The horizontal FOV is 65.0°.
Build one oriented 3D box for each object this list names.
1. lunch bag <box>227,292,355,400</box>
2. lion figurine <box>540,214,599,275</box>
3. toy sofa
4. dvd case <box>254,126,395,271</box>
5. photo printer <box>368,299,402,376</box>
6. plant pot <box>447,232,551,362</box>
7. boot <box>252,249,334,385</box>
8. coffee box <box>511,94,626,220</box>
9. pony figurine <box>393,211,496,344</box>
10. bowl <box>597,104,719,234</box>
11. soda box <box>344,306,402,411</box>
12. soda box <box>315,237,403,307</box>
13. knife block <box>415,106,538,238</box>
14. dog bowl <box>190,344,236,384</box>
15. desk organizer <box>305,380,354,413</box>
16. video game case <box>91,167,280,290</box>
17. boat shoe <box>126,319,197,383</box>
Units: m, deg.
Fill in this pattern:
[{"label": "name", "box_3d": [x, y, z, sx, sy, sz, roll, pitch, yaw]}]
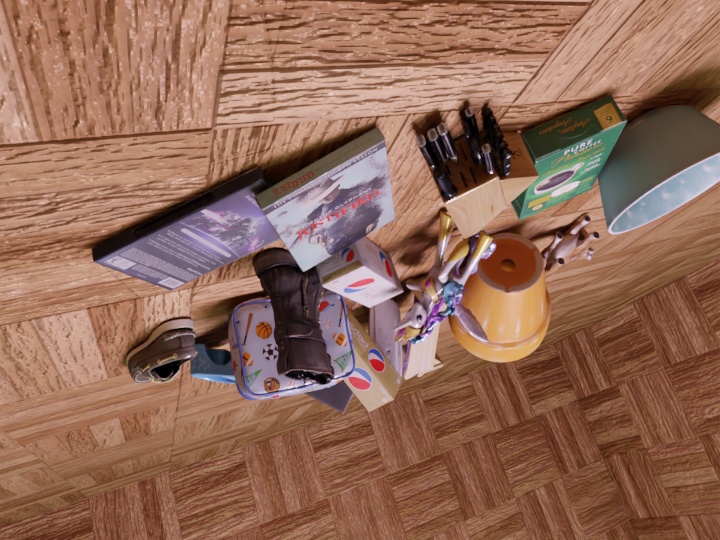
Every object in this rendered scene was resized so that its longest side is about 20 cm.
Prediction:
[{"label": "lunch bag", "box_3d": [-0.105, 0.108, 0.884, 0.195, 0.165, 0.075, -8, 166, -24]}, {"label": "lion figurine", "box_3d": [0.396, -0.037, 1.117, 0.196, 0.074, 0.123, -22, 162, -23]}, {"label": "toy sofa", "box_3d": [0.116, 0.114, 1.119, 0.095, 0.083, 0.204, -16, 134, -18]}, {"label": "dvd case", "box_3d": [-0.029, -0.070, 0.645, 0.144, 0.022, 0.201, -30, 160, -4]}, {"label": "photo printer", "box_3d": [0.050, 0.166, 1.194, 0.067, 0.171, 0.201, -1, 162, 1]}, {"label": "plant pot", "box_3d": [0.262, 0.037, 1.049, 0.195, 0.204, 0.185, -18, 146, -5]}, {"label": "boot", "box_3d": [-0.072, 0.072, 0.779, 0.068, 0.178, 0.198, -28, 160, 24]}, {"label": "coffee box", "box_3d": [0.268, -0.142, 0.759, 0.120, 0.045, 0.200, -23, 162, 4]}, {"label": "pony figurine", "box_3d": [0.136, 0.023, 0.893, 0.191, 0.165, 0.204, 7, 113, -55]}, {"label": "bowl", "box_3d": [0.411, -0.150, 0.784, 0.196, 0.107, 0.202, -22, 162, -7]}, {"label": "soda box", "box_3d": [-0.012, 0.152, 1.028, 0.067, 0.201, 0.064, -32, -169, 33]}, {"label": "soda box", "box_3d": [0.000, 0.000, 0.836, 0.067, 0.065, 0.200, -25, 161, 14]}, {"label": "knife block", "box_3d": [0.111, -0.105, 0.664, 0.171, 0.065, 0.200, -9, 159, -29]}, {"label": "dog bowl", "box_3d": [-0.208, 0.164, 0.965, 0.195, 0.051, 0.111, -3, 159, 26]}, {"label": "desk organizer", "box_3d": [-0.099, 0.184, 1.096, 0.073, 0.196, 0.077, -64, 179, 32]}, {"label": "video game case", "box_3d": [-0.168, -0.038, 0.626, 0.196, 0.019, 0.143, -25, 161, 8]}, {"label": "boat shoe", "box_3d": [-0.318, 0.144, 0.898, 0.071, 0.062, 0.201, -2, 153, -43]}]
